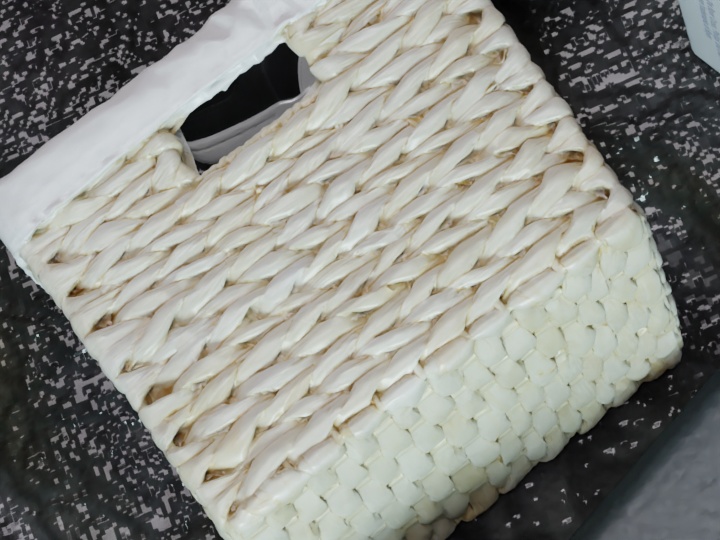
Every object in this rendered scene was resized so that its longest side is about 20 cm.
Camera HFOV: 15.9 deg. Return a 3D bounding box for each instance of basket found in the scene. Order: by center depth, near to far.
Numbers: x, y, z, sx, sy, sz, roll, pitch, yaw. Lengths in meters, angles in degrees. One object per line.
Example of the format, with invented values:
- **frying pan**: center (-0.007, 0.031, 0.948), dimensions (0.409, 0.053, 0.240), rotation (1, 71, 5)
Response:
- **basket**: center (0.000, 0.000, 0.963), dimensions (0.198, 0.200, 0.161), rotation (-37, 69, -2)

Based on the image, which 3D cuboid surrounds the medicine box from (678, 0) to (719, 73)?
- **medicine box**: center (0.252, -0.114, 0.991), dimensions (0.200, 0.103, 0.182), rotation (41, 85, 22)

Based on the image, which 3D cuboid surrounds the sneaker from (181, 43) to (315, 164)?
- **sneaker**: center (-0.022, -0.139, 1.042), dimensions (0.200, 0.112, 0.073), rotation (-36, 23, 17)

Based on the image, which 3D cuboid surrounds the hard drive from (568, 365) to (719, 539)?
- **hard drive**: center (0.185, 0.086, 0.976), dimensions (0.139, 0.033, 0.200), rotation (40, 84, 22)
